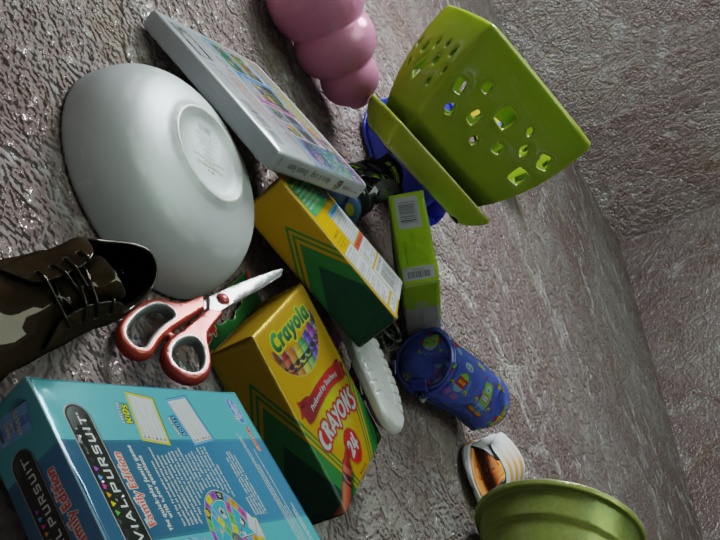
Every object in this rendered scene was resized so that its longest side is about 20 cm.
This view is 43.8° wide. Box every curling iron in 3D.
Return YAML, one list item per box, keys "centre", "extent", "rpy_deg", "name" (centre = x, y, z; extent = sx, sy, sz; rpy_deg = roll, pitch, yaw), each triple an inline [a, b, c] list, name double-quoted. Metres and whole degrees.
- centre: [0.000, 0.000, 1.035]
  extent: [0.201, 0.025, 0.050]
  rpy_deg: [67, 20, -1]
  name: "curling iron"

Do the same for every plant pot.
- centre: [0.127, -0.180, 1.094]
  extent: [0.199, 0.181, 0.200]
  rpy_deg: [44, 8, -22]
  name: "plant pot"
- centre: [0.212, 0.367, 0.994]
  extent: [0.201, 0.199, 0.185]
  rpy_deg: [53, 37, -31]
  name: "plant pot"

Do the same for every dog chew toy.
- centre: [-0.037, -0.297, 1.123]
  extent: [0.125, 0.124, 0.201]
  rpy_deg: [-75, 145, -57]
  name: "dog chew toy"

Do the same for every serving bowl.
- centre: [-0.145, -0.082, 0.726]
  extent: [0.200, 0.065, 0.201]
  rpy_deg: [50, 27, -37]
  name: "serving bowl"

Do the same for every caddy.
- centre: [0.079, -0.163, 1.279]
  extent: [0.141, 0.105, 0.202]
  rpy_deg: [-3, 73, -44]
  name: "caddy"

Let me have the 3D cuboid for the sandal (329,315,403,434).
- centre: [-0.010, 0.086, 0.903]
  extent: [0.082, 0.050, 0.204]
  rpy_deg: [42, 19, -50]
  name: "sandal"

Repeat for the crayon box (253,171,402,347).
- centre: [-0.042, -0.033, 0.873]
  extent: [0.200, 0.051, 0.126]
  rpy_deg: [51, 13, -8]
  name: "crayon box"

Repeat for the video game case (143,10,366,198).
- centre: [-0.097, -0.155, 0.865]
  extent: [0.200, 0.024, 0.182]
  rpy_deg: [49, 15, 20]
  name: "video game case"

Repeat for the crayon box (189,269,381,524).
- centre: [-0.059, 0.099, 0.773]
  extent: [0.201, 0.050, 0.127]
  rpy_deg: [62, 23, -11]
  name: "crayon box"

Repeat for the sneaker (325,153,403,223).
- centre: [0.007, -0.106, 1.052]
  extent: [0.071, 0.082, 0.200]
  rpy_deg: [58, 14, -2]
  name: "sneaker"

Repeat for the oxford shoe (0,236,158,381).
- centre: [-0.186, 0.015, 0.515]
  extent: [0.073, 0.084, 0.200]
  rpy_deg: [66, 23, -8]
  name: "oxford shoe"

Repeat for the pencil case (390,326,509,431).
- centre: [0.116, 0.139, 1.102]
  extent: [0.200, 0.077, 0.088]
  rpy_deg: [38, 66, -52]
  name: "pencil case"

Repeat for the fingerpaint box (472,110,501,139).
- centre: [0.307, -0.287, 1.964]
  extent: [0.167, 0.073, 0.202]
  rpy_deg: [28, 43, -59]
  name: "fingerpaint box"

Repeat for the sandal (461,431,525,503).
- centre: [0.189, 0.250, 1.191]
  extent: [0.206, 0.059, 0.080]
  rpy_deg: [-11, 78, -68]
  name: "sandal"

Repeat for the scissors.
- centre: [-0.120, 0.023, 0.699]
  extent: [0.073, 0.014, 0.200]
  rpy_deg: [33, 31, -1]
  name: "scissors"

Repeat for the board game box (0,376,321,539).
- centre: [-0.113, 0.143, 0.547]
  extent: [0.151, 0.047, 0.200]
  rpy_deg: [54, 16, 25]
  name: "board game box"

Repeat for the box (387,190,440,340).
- centre: [0.067, 0.009, 1.079]
  extent: [0.200, 0.047, 0.123]
  rpy_deg: [80, 1, -61]
  name: "box"
